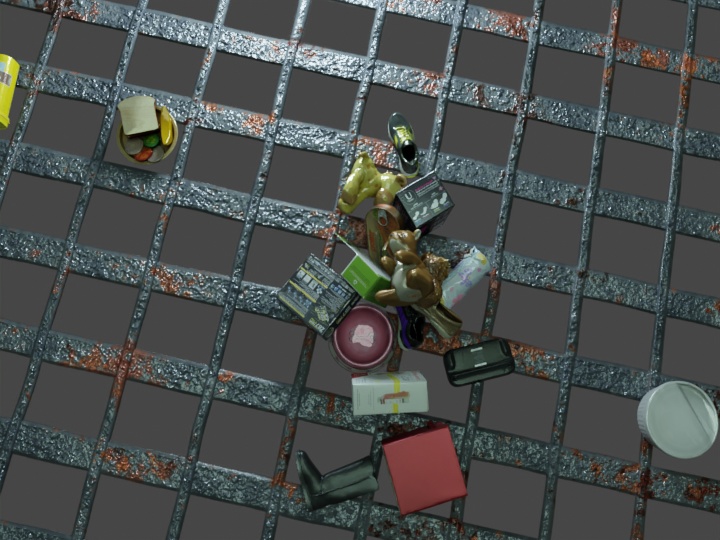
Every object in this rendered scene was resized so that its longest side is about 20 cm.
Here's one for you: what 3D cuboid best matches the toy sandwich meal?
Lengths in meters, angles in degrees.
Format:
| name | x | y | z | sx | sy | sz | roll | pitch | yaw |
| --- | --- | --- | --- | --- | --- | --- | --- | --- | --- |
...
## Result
| name | x | y | z | sx | sy | sz | roll | pitch | yaw |
| --- | --- | --- | --- | --- | --- | --- | --- | --- | --- |
| toy sandwich meal | -0.633 | -0.414 | 1.818 | 0.200 | 0.070 | 0.210 | 0 | 79 | -1 |

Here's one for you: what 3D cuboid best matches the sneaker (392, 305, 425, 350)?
| name | x | y | z | sx | sy | sz | roll | pitch | yaw |
| --- | --- | --- | --- | --- | --- | --- | --- | --- | --- |
| sneaker | 0.141 | 0.116 | 1.714 | 0.068 | 0.099 | 0.204 | -7 | 82 | -26 |

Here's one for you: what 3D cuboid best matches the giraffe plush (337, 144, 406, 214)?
| name | x | y | z | sx | sy | sz | roll | pitch | yaw |
| --- | --- | --- | --- | --- | --- | --- | --- | --- | --- |
| giraffe plush | 0.041 | -0.232 | 1.756 | 0.160 | 0.173 | 0.203 | 24 | 91 | -2 |

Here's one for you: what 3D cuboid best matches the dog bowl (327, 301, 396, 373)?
| name | x | y | z | sx | sy | sz | roll | pitch | yaw |
| --- | --- | --- | --- | --- | --- | --- | --- | --- | --- |
| dog bowl | 0.007 | 0.184 | 1.719 | 0.195 | 0.074 | 0.205 | 0 | 80 | -1 |

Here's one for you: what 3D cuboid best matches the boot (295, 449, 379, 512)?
| name | x | y | z | sx | sy | sz | roll | pitch | yaw |
| --- | --- | --- | --- | --- | --- | --- | --- | --- | --- |
| boot | -0.063 | 0.535 | 1.651 | 0.196 | 0.066 | 0.168 | -16 | 88 | -1 |

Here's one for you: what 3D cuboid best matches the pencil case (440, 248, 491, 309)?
| name | x | y | z | sx | sy | sz | roll | pitch | yaw |
| --- | --- | --- | --- | --- | --- | --- | --- | --- | --- |
| pencil case | 0.278 | 0.030 | 1.746 | 0.200 | 0.091 | 0.083 | -44 | 57 | -7 |

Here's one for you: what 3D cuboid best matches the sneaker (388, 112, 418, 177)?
| name | x | y | z | sx | sy | sz | roll | pitch | yaw |
| --- | --- | --- | --- | --- | --- | --- | --- | --- | --- |
| sneaker | 0.135 | -0.380 | 1.825 | 0.073 | 0.085 | 0.204 | -16 | 80 | -5 |

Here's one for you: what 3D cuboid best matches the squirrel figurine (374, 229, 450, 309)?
| name | x | y | z | sx | sy | sz | roll | pitch | yaw |
| --- | --- | --- | --- | --- | --- | --- | --- | --- | --- |
| squirrel figurine | 0.137 | -0.008 | 1.606 | 0.198 | 0.141 | 0.190 | 21 | 47 | -33 |

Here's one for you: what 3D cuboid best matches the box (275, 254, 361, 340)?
| name | x | y | z | sx | sy | sz | roll | pitch | yaw |
| --- | --- | --- | --- | --- | --- | --- | --- | --- | --- |
| box | -0.116 | 0.071 | 1.714 | 0.199 | 0.049 | 0.162 | 35 | 78 | 29 |

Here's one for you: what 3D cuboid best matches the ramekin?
| name | x | y | z | sx | sy | sz | roll | pitch | yaw |
| --- | --- | --- | --- | --- | --- | --- | --- | --- | --- |
| ramekin | 0.855 | 0.405 | 1.689 | 0.198 | 0.094 | 0.207 | 0 | 79 | -1 |

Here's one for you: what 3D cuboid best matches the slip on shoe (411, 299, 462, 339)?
| name | x | y | z | sx | sy | sz | roll | pitch | yaw |
| --- | --- | --- | --- | --- | --- | --- | --- | --- | --- |
| slip on shoe | 0.192 | 0.094 | 1.667 | 0.200 | 0.076 | 0.061 | 48 | 124 | 7 |

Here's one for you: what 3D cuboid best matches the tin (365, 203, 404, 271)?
| name | x | y | z | sx | sy | sz | roll | pitch | yaw |
| --- | --- | --- | --- | --- | --- | --- | --- | --- | --- |
| tin | 0.071 | -0.092 | 1.726 | 0.110 | 0.203 | 0.042 | 12 | 37 | 25 |

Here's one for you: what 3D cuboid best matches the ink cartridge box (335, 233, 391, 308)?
| name | x | y | z | sx | sy | sz | roll | pitch | yaw |
| --- | --- | --- | --- | --- | --- | --- | --- | --- | --- |
| ink cartridge box | 0.000 | 0.000 | 1.701 | 0.076 | 0.147 | 0.200 | -50 | 61 | 7 |

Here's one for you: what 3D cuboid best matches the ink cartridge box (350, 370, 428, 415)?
| name | x | y | z | sx | sy | sz | roll | pitch | yaw |
| --- | --- | --- | --- | --- | --- | --- | --- | --- | --- |
| ink cartridge box | 0.074 | 0.324 | 1.651 | 0.195 | 0.145 | 0.085 | -2 | 92 | -3 |

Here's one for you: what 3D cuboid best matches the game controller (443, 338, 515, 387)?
| name | x | y | z | sx | sy | sz | roll | pitch | yaw |
| --- | --- | --- | --- | --- | --- | --- | --- | --- | --- |
| game controller | 0.333 | 0.257 | 1.737 | 0.196 | 0.042 | 0.106 | -12 | 65 | -4 |

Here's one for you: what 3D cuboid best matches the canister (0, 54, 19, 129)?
| name | x | y | z | sx | sy | sz | roll | pitch | yaw |
| --- | --- | --- | --- | --- | --- | --- | --- | --- | --- |
| canister | -1.099 | -0.531 | 1.821 | 0.145 | 0.087 | 0.204 | 5 | 77 | -1 |

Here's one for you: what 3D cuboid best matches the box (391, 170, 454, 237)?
| name | x | y | z | sx | sy | sz | roll | pitch | yaw |
| --- | --- | --- | --- | --- | --- | --- | --- | --- | --- |
| box | 0.168 | -0.171 | 1.727 | 0.131 | 0.200 | 0.116 | -31 | 82 | -7 |

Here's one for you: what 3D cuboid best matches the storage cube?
| name | x | y | z | sx | sy | sz | roll | pitch | yaw |
| --- | --- | --- | --- | --- | --- | --- | --- | --- | --- |
| storage cube | 0.158 | 0.508 | 1.611 | 0.176 | 0.171 | 0.204 | -16 | 80 | -3 |
